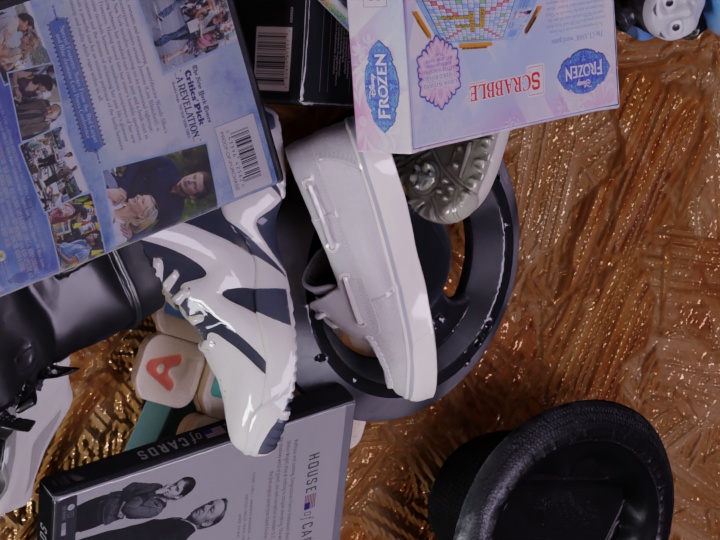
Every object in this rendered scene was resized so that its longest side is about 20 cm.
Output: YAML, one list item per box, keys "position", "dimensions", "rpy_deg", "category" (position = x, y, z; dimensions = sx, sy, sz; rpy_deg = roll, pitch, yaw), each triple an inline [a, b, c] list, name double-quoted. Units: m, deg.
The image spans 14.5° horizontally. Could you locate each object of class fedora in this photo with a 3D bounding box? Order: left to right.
- position: [0.114, 0.161, 1.866]
  dimensions: [0.200, 0.092, 0.201]
  rpy_deg: [-18, 119, -37]
  category: "fedora"

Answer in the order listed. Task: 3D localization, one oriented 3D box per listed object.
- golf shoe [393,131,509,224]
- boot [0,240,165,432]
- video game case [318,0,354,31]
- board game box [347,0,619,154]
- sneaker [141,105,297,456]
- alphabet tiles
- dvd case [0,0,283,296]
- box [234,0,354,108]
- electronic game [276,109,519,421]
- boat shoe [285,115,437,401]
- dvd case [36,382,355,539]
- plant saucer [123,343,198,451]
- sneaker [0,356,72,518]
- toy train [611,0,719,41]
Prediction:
- position: [0.078, -0.102, 1.679]
  dimensions: [0.097, 0.078, 0.200]
  rpy_deg: [39, 47, -39]
  category: "golf shoe"
- position: [-0.206, -0.012, 1.454]
  dimensions: [0.162, 0.073, 0.198]
  rpy_deg: [-34, 102, -29]
  category: "boot"
- position: [0.018, -0.196, 1.542]
  dimensions: [0.200, 0.018, 0.143]
  rpy_deg: [42, 63, -44]
  category: "video game case"
- position: [0.067, -0.176, 1.556]
  dimensions: [0.200, 0.041, 0.200]
  rpy_deg: [-14, 104, -49]
  category: "board game box"
- position: [-0.106, 0.007, 1.587]
  dimensions: [0.129, 0.079, 0.199]
  rpy_deg: [-3, 94, -9]
  category: "sneaker"
- position: [-0.049, 0.036, 1.694]
  dimensions: [0.196, 0.015, 0.200]
  rpy_deg: [19, 88, -45]
  category: "alphabet tiles"
- position: [-0.138, -0.082, 1.447]
  dimensions: [0.200, 0.018, 0.143]
  rpy_deg: [-24, 104, -34]
  category: "dvd case"
- position: [-0.010, -0.191, 1.581]
  dimensions: [0.141, 0.079, 0.200]
  rpy_deg: [0, 94, -48]
  category: "box"
- position: [0.019, -0.007, 1.710]
  dimensions: [0.200, 0.042, 0.200]
  rpy_deg: [-11, 108, -37]
  category: "electronic game"
- position: [0.000, 0.000, 1.625]
  dimensions: [0.068, 0.072, 0.200]
  rpy_deg: [-14, 135, 0]
  category: "boat shoe"
- position: [-0.098, 0.155, 1.671]
  dimensions: [0.200, 0.025, 0.150]
  rpy_deg: [-17, 134, -28]
  category: "dvd case"
- position: [-0.099, 0.088, 1.694]
  dimensions: [0.070, 0.019, 0.200]
  rpy_deg: [25, 88, -46]
  category: "plant saucer"
- position: [-0.193, 0.040, 1.561]
  dimensions: [0.089, 0.074, 0.200]
  rpy_deg: [15, 89, -68]
  category: "sneaker"
- position: [0.166, -0.194, 1.700]
  dimensions: [0.114, 0.200, 0.087]
  rpy_deg: [-33, 128, -15]
  category: "toy train"
